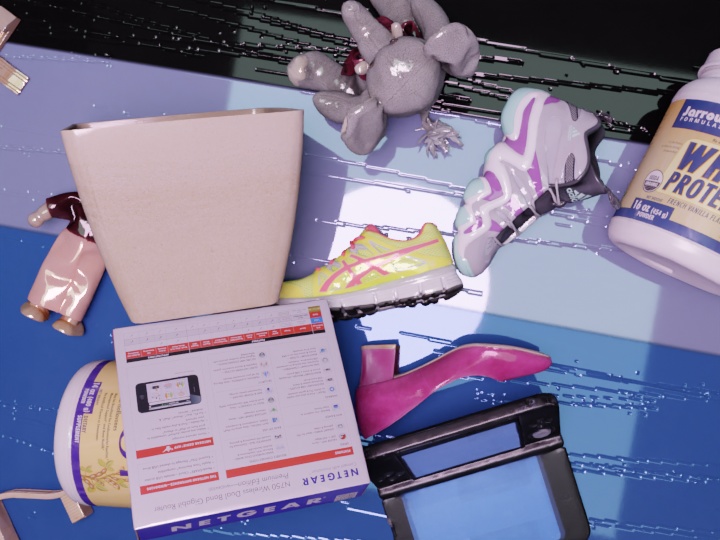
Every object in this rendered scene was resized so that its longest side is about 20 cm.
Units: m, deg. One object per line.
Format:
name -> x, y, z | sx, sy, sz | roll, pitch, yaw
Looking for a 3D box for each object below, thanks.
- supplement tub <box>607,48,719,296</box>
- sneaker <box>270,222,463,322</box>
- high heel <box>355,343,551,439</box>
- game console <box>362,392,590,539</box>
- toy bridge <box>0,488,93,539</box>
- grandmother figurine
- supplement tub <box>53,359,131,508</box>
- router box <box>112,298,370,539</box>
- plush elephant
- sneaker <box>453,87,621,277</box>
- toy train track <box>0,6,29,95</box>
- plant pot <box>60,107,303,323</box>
supplement tub -> 0.339, -0.090, 0.770 | 0.144, 0.144, 0.200 | 26, 93, 5
sneaker -> 0.000, 0.000, 0.845 | 0.199, 0.078, 0.091 | -10, 79, 2
high heel -> 0.091, 0.122, 0.828 | 0.199, 0.067, 0.096 | -1, 80, 10
game console -> 0.116, 0.223, 0.811 | 0.199, 0.176, 0.117 | -18, 60, 5
toy bridge -> -0.395, 0.282, 0.900 | 0.200, 0.027, 0.067 | -28, 85, 5
grandmother figurine -> -0.292, -0.037, 0.877 | 0.121, 0.061, 0.200 | 28, 90, -23
supplement tub -> -0.182, 0.165, 0.820 | 0.199, 0.145, 0.146 | 1, 90, 6
router box -> -0.109, 0.127, 0.731 | 0.199, 0.049, 0.180 | -7, 63, -14
plush elephant -> 0.027, -0.198, 0.793 | 0.165, 0.155, 0.200 | -40, 86, 4
sneaker -> 0.181, -0.071, 0.799 | 0.140, 0.078, 0.201 | 23, 93, 28
toy train track -> -0.443, -0.202, 0.899 | 0.115, 0.033, 0.200 | 36, 94, 4
plant pot -> -0.161, -0.057, 0.782 | 0.199, 0.200, 0.178 | -8, 103, -15
